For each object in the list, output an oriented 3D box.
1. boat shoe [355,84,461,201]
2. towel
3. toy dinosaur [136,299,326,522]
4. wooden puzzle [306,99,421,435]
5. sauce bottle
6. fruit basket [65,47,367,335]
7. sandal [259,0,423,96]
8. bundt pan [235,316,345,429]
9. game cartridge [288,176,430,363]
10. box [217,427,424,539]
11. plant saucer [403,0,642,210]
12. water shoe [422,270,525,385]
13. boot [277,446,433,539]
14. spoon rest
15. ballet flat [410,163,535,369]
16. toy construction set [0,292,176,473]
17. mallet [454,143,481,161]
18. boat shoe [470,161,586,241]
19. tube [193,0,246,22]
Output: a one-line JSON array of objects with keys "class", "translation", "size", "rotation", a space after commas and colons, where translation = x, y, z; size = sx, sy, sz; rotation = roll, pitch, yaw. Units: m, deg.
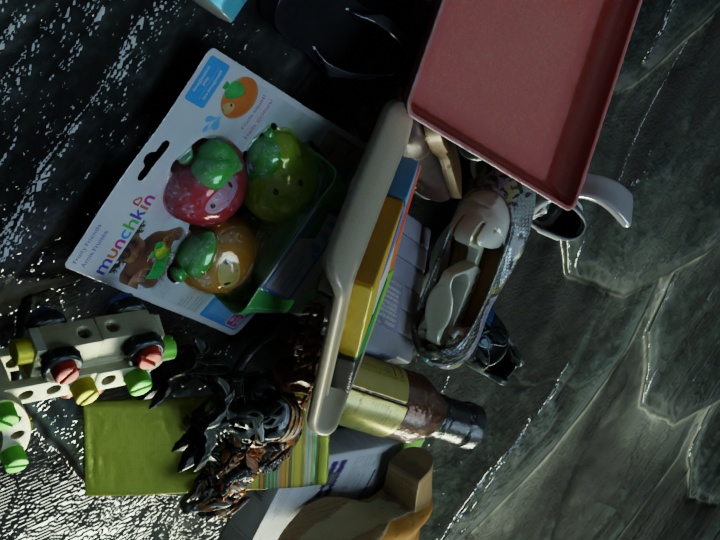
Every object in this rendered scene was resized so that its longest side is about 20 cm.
[{"class": "boat shoe", "translation": [0.041, -0.103, 1.364], "size": [0.070, 0.071, 0.200], "rotation": [-13, 162, 8]}, {"class": "towel", "translation": [-0.122, 0.137, 1.331], "size": [0.198, 0.018, 0.087], "rotation": [-2, 111, -12]}, {"class": "toy dinosaur", "translation": [-0.091, 0.105, 1.279], "size": [0.135, 0.102, 0.201], "rotation": [15, 95, -43]}, {"class": "wooden puzzle", "translation": [0.006, 0.001, 1.251], "size": [0.201, 0.037, 0.186], "rotation": [95, 12, -50]}, {"class": "sauce bottle", "translation": [0.019, 0.111, 1.410], "size": [0.199, 0.066, 0.066], "rotation": [22, 107, -31]}, {"class": "fruit basket", "translation": [-0.094, -0.046, 1.207], "size": [0.186, 0.094, 0.200], "rotation": [-54, 148, 6]}, {"class": "sandal", "translation": [-0.007, -0.171, 1.236], "size": [0.076, 0.043, 0.200], "rotation": [-57, 151, 11]}, {"class": "bundt pan", "translation": [-0.045, 0.130, 1.493], "size": [0.201, 0.076, 0.203], "rotation": [-34, 147, -26]}, {"class": "game cartridge", "translation": [0.000, 0.000, 1.391], "size": [0.200, 0.038, 0.131], "rotation": [32, 69, -61]}, {"class": "box", "translation": [-0.039, 0.206, 1.475], "size": [0.199, 0.036, 0.145], "rotation": [0, 124, -53]}, {"class": "plant saucer", "translation": [0.122, -0.175, 1.288], "size": [0.199, 0.037, 0.201], "rotation": [26, 78, -39]}, {"class": "water shoe", "translation": [0.112, 0.052, 1.621], "size": [0.072, 0.079, 0.200], "rotation": [-50, 151, -1]}, {"class": "boot", "translation": [-0.005, 0.255, 1.466], "size": [0.201, 0.071, 0.145], "rotation": [-33, 144, -39]}, {"class": "spoon rest", "translation": [0.143, -0.041, 1.485], "size": [0.061, 0.199, 0.100], "rotation": [48, 36, -33]}, {"class": "ballet flat", "translation": [0.096, -0.009, 1.432], "size": [0.072, 0.072, 0.202], "rotation": [11, 101, -58]}, {"class": "toy construction set", "translation": [-0.206, 0.076, 1.174], "size": [0.199, 0.092, 0.131], "rotation": [-25, 153, -40]}, {"class": "mallet", "translation": [0.077, -0.187, 1.323], "size": [0.041, 0.066, 0.201], "rotation": [-12, 121, 3]}, {"class": "boat shoe", "translation": [0.165, -0.080, 1.561], "size": [0.073, 0.063, 0.200], "rotation": [-49, 150, 2]}, {"class": "tube", "translation": [-0.049, -0.257, 1.080], "size": [0.201, 0.050, 0.077], "rotation": [-56, 155, -2]}]
